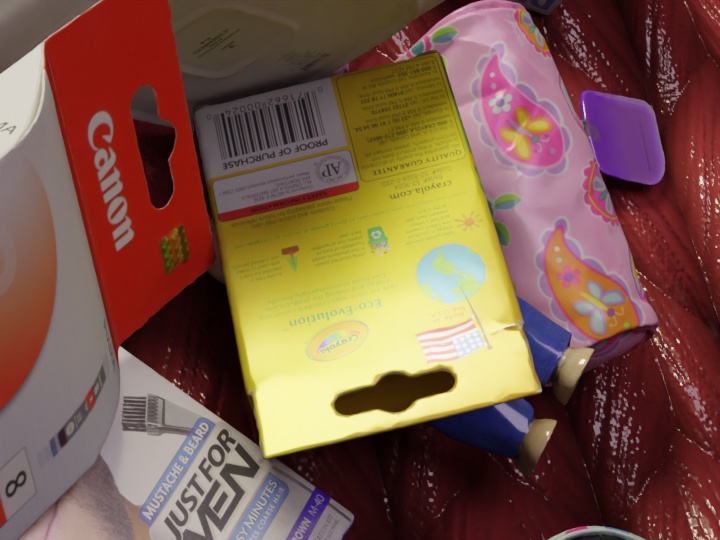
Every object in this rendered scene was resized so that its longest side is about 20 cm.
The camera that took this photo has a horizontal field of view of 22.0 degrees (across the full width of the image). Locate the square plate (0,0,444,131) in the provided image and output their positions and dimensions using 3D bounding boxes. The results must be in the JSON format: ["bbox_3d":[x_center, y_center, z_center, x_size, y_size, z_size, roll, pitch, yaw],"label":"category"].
[{"bbox_3d":[-0.065,-0.115,0.836,0.197,0.199,0.029,9,61,-48],"label":"square plate"}]

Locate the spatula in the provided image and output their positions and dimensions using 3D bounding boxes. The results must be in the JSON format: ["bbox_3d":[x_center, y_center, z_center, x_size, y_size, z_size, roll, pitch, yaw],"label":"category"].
[{"bbox_3d":[0.091,-0.076,1.047,0.198,0.021,0.057,-1,68,-23],"label":"spatula"}]

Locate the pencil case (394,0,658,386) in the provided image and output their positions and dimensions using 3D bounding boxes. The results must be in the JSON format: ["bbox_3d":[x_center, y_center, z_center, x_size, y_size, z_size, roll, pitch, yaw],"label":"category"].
[{"bbox_3d":[0.084,-0.042,0.972,0.087,0.087,0.202,-15,77,-33],"label":"pencil case"}]

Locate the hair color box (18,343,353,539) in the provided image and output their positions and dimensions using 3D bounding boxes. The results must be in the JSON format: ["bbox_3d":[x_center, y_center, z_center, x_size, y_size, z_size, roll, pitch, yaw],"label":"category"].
[{"bbox_3d":[-0.114,0.101,0.811,0.199,0.065,0.110,35,53,-3],"label":"hair color box"}]

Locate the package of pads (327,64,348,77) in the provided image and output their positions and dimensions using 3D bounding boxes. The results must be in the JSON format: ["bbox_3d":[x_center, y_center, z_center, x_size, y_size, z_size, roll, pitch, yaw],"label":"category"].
[{"bbox_3d":[-0.082,-0.173,0.928,0.200,0.075,0.122,37,36,-52],"label":"package of pads"}]

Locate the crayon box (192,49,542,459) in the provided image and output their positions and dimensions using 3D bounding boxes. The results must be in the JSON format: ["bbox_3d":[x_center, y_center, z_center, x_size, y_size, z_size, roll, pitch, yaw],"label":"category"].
[{"bbox_3d":[0.000,0.000,0.844,0.125,0.051,0.201,-13,53,-1],"label":"crayon box"}]

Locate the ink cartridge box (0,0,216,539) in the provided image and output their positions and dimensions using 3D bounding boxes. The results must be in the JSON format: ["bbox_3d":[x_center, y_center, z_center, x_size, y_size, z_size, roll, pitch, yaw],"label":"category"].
[{"bbox_3d":[-0.116,-0.001,0.733,0.050,0.163,0.200,22,48,32],"label":"ink cartridge box"}]

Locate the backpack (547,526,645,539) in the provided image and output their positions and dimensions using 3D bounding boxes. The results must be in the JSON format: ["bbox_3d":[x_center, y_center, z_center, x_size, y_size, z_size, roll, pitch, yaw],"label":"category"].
[{"bbox_3d":[0.093,0.220,0.792,0.177,0.151,0.201,34,59,-8],"label":"backpack"}]

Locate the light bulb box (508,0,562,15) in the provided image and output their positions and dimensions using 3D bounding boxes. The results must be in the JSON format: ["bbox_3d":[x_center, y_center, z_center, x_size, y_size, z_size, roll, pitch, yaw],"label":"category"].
[{"bbox_3d":[0.054,-0.287,1.090,0.196,0.125,0.202,14,56,-20],"label":"light bulb box"}]

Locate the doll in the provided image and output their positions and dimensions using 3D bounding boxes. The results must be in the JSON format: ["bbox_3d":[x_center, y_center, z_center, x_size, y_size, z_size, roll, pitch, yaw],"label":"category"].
[{"bbox_3d":[0.008,0.027,0.905,0.199,0.048,0.137,28,84,7],"label":"doll"}]
